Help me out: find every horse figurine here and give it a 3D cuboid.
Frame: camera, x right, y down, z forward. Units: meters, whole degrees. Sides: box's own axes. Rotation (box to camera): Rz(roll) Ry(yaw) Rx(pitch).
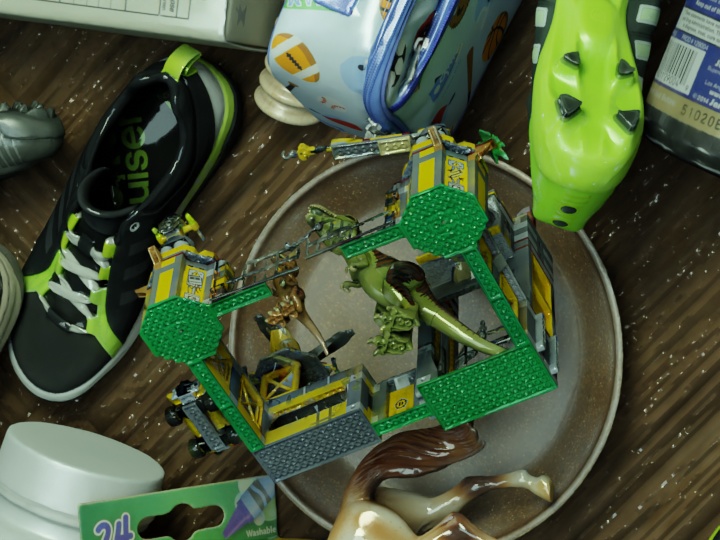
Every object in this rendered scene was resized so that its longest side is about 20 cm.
[{"bbox_3d":[0.026,0.161,1.185,0.132,0.050,0.201,0,97,13],"label":"horse figurine"}]

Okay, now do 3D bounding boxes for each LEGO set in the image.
[{"bbox_3d":[0.000,0.000,1.140,0.199,0.116,0.154,-29,120,22],"label":"LEGO set"}]

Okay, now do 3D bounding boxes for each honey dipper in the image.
[{"bbox_3d":[-0.007,-0.162,1.186,0.038,0.038,0.201,29,122,15],"label":"honey dipper"}]

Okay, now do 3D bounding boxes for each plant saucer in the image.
[{"bbox_3d":[0.034,0.039,1.219,0.199,0.037,0.202,1,92,17],"label":"plant saucer"}]

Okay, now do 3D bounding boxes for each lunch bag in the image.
[{"bbox_3d":[0.032,-0.148,1.136,0.075,0.160,0.201,22,85,15],"label":"lunch bag"}]

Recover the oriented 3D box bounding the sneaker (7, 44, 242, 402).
[{"bbox_3d":[-0.131,-0.026,1.245,0.071,0.083,0.201,30,101,15],"label":"sneaker"}]

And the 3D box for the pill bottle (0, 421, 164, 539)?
[{"bbox_3d":[-0.164,0.183,1.250,0.112,0.112,0.201,19,99,16],"label":"pill bottle"}]

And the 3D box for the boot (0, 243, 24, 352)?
[{"bbox_3d":[-0.247,0.074,1.212,0.073,0.150,0.201,30,98,16],"label":"boot"}]

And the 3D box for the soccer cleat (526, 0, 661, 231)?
[{"bbox_3d":[0.105,-0.110,1.146,0.067,0.081,0.201,16,55,-4],"label":"soccer cleat"}]

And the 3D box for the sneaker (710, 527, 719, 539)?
[{"bbox_3d":[0.186,0.146,1.163,0.199,0.072,0.083,-29,60,16],"label":"sneaker"}]

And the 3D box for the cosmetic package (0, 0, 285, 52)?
[{"bbox_3d":[-0.137,-0.171,1.239,0.199,0.087,0.104,10,94,18],"label":"cosmetic package"}]

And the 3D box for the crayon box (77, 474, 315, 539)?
[{"bbox_3d":[-0.068,0.206,1.208,0.051,0.125,0.201,-3,92,49],"label":"crayon box"}]

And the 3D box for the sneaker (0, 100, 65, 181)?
[{"bbox_3d":[-0.235,-0.033,1.291,0.199,0.066,0.091,-11,92,22],"label":"sneaker"}]

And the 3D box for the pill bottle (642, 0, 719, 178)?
[{"bbox_3d":[0.210,-0.133,1.115,0.111,0.112,0.201,24,100,15],"label":"pill bottle"}]
